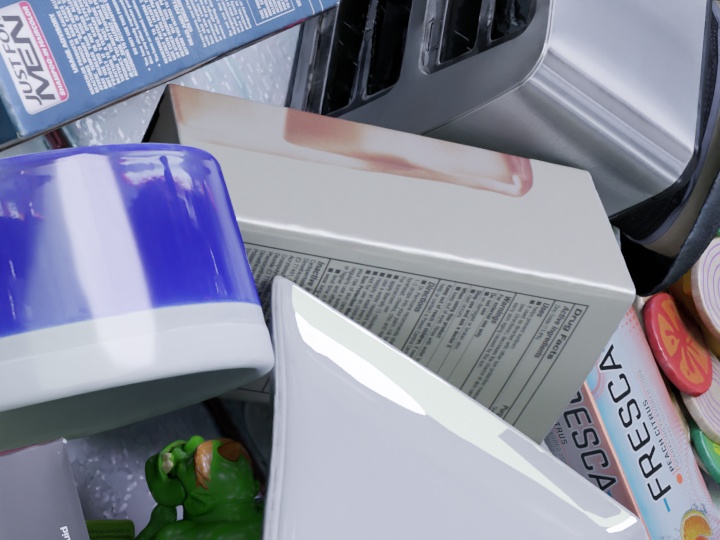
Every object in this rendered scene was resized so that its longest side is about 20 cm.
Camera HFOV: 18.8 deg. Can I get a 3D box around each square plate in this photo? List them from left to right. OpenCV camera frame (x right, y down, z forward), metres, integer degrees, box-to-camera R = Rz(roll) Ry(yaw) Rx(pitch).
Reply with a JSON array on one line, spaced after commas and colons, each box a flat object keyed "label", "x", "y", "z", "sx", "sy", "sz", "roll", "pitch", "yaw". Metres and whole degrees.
[{"label": "square plate", "x": 0.039, "y": 0.108, "z": 0.806, "sx": 0.200, "sy": 0.028, "sz": 0.198, "roll": 35, "pitch": 23, "yaw": -19}]

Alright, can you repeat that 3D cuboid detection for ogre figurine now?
[{"label": "ogre figurine", "x": -0.069, "y": 0.119, "z": 0.825, "sx": 0.200, "sy": 0.120, "sz": 0.098, "roll": 15, "pitch": 66, "yaw": -44}]

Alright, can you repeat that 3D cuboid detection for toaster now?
[{"label": "toaster", "x": 0.067, "y": -0.100, "z": 1.035, "sx": 0.119, "sy": 0.181, "sz": 0.200, "roll": 30, "pitch": 56, "yaw": -34}]

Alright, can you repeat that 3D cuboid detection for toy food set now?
[{"label": "toy food set", "x": 0.222, "y": 0.036, "z": 1.249, "sx": 0.198, "sy": 0.049, "sz": 0.200, "roll": 24, "pitch": 61, "yaw": -40}]

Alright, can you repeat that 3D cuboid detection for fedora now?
[{"label": "fedora", "x": 0.141, "y": -0.086, "z": 1.141, "sx": 0.092, "sy": 0.201, "sz": 0.201, "roll": 18, "pitch": 61, "yaw": -9}]

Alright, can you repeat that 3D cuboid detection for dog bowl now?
[{"label": "dog bowl", "x": -0.135, "y": 0.021, "z": 0.763, "sx": 0.200, "sy": 0.200, "sz": 0.079, "roll": -7, "pitch": 81, "yaw": -48}]

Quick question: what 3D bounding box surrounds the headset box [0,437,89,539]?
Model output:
[{"label": "headset box", "x": -0.152, "y": 0.144, "z": 0.706, "sx": 0.075, "sy": 0.200, "sz": 0.149, "roll": -13, "pitch": 86, "yaw": -48}]

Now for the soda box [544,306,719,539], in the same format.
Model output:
[{"label": "soda box", "x": 0.117, "y": 0.081, "z": 1.108, "sx": 0.064, "sy": 0.068, "sz": 0.200, "roll": -29, "pitch": 98, "yaw": -47}]

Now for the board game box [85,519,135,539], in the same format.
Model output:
[{"label": "board game box", "x": -0.122, "y": 0.198, "z": 0.849, "sx": 0.095, "sy": 0.030, "sz": 0.200, "roll": 6, "pitch": 71, "yaw": -45}]

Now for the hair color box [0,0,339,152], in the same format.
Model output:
[{"label": "hair color box", "x": -0.111, "y": -0.097, "z": 0.900, "sx": 0.200, "sy": 0.100, "sz": 0.061, "roll": -29, "pitch": 99, "yaw": -47}]

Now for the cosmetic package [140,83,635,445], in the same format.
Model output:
[{"label": "cosmetic package", "x": 0.000, "y": 0.000, "z": 0.923, "sx": 0.200, "sy": 0.103, "sz": 0.087, "roll": 12, "pitch": 39, "yaw": -22}]

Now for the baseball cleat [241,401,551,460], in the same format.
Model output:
[{"label": "baseball cleat", "x": 0.019, "y": 0.072, "z": 1.024, "sx": 0.200, "sy": 0.070, "sz": 0.107, "roll": 36, "pitch": 38, "yaw": -36}]
